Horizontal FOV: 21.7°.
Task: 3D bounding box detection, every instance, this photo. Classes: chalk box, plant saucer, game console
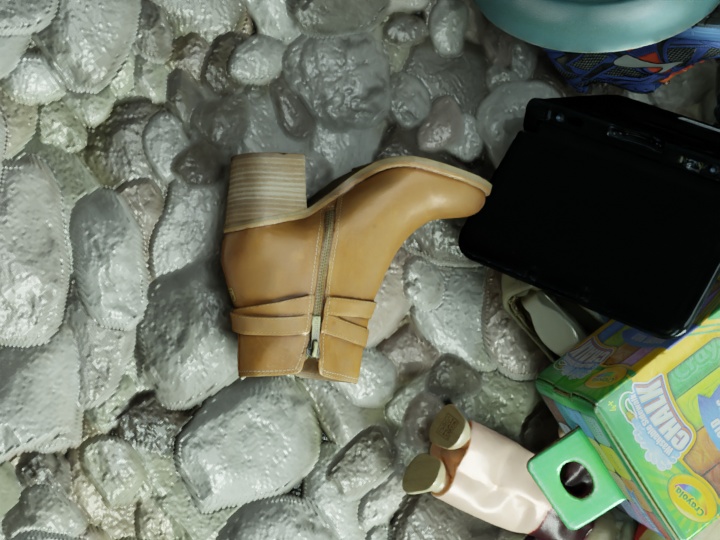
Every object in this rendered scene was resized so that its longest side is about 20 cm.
[{"bbox_3d":[0.212,0.101,1.316,0.200,0.124,0.125,-37,103,-9],"label":"chalk box"},{"bbox_3d":[0.174,-0.235,1.367,0.200,0.200,0.028,-42,145,-25],"label":"plant saucer"},{"bbox_3d":[0.203,-0.045,1.347,0.175,0.199,0.117,-9,116,-49],"label":"game console"}]

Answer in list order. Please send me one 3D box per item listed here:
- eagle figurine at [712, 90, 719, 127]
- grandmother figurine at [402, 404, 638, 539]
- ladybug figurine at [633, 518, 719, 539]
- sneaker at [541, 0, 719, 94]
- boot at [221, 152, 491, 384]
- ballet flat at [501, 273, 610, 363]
[{"bbox_3d":[0.396,-0.118,1.528,0.200,0.151,0.152,37,22,9],"label":"eagle figurine"},{"bbox_3d":[0.132,0.167,1.380,0.199,0.061,0.122,32,96,-26],"label":"grandmother figurine"},{"bbox_3d":[0.253,0.211,1.403,0.200,0.071,0.137,-24,107,-61],"label":"ladybug figurine"},{"bbox_3d":[0.224,-0.172,1.390,0.076,0.199,0.079,-55,132,-33],"label":"sneaker"},{"bbox_3d":[0.000,0.000,1.304,0.199,0.077,0.157,1,84,-26],"label":"boot"},{"bbox_3d":[0.175,0.069,1.401,0.200,0.069,0.070,46,66,-13],"label":"ballet flat"}]
